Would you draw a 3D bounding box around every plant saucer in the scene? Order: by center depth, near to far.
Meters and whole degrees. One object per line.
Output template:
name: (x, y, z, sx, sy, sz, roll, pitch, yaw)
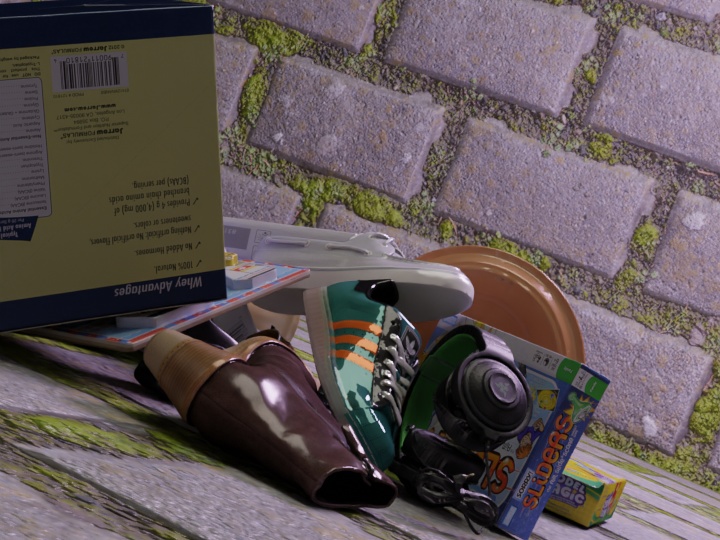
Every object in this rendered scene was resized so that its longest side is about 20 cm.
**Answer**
plant saucer: (0.091, 0.077, 1.353, 0.200, 0.200, 0.032, 22, -4, 10)

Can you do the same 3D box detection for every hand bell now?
hand bell: (-0.173, 0.026, 1.741, 0.200, 0.104, 0.104, 20, 1, -37)

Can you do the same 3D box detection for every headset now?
headset: (0.061, 0.113, 1.131, 0.094, 0.124, 0.200, 25, 22, -21)

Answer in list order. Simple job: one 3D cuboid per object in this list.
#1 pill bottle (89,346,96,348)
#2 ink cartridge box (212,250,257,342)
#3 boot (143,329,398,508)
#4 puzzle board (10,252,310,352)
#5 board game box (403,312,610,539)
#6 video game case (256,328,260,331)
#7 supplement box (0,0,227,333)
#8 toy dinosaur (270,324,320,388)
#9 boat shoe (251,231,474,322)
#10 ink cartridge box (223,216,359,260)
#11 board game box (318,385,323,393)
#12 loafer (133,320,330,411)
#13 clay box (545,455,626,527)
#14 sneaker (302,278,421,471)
pill bottle: (-0.260, -0.017, 1.318, 0.200, 0.112, 0.112, 23, 1, 40)
ink cartridge box: (-0.183, -0.004, 1.392, 0.200, 0.043, 0.198, 22, -37, 41)
boot: (-0.042, 0.109, 1.044, 0.166, 0.072, 0.200, 36, 5, 27)
puzzle board: (-0.154, 0.015, 1.142, 0.151, 0.017, 0.200, 6, 18, 34)
board game box: (0.097, 0.115, 1.242, 0.034, 0.135, 0.200, 30, -5, -29)
video game case: (-0.192, 0.032, 1.595, 0.200, 0.022, 0.182, 16, -16, 45)
supplement box: (-0.208, -0.076, 1.064, 0.200, 0.200, 0.134, -8, 15, -27)
toy dinosaur: (-0.063, 0.104, 1.492, 0.101, 0.058, 0.200, 38, 12, 16)
boat shoe: (0.000, 0.000, 1.322, 0.200, 0.069, 0.072, -2, -29, 26)
ink cartridge box: (-0.074, 0.015, 1.477, 0.161, 0.050, 0.200, 7, -24, 7)
board game box: (0.070, 0.117, 1.420, 0.200, 0.135, 0.028, 22, -44, 11)
loafer: (-0.073, 0.080, 1.201, 0.200, 0.072, 0.073, 23, -1, -43)
clay box: (0.181, 0.197, 1.500, 0.115, 0.048, 0.200, 22, 1, 17)
sneaker: (0.009, 0.070, 1.188, 0.200, 0.080, 0.071, -106, 177, -51)
